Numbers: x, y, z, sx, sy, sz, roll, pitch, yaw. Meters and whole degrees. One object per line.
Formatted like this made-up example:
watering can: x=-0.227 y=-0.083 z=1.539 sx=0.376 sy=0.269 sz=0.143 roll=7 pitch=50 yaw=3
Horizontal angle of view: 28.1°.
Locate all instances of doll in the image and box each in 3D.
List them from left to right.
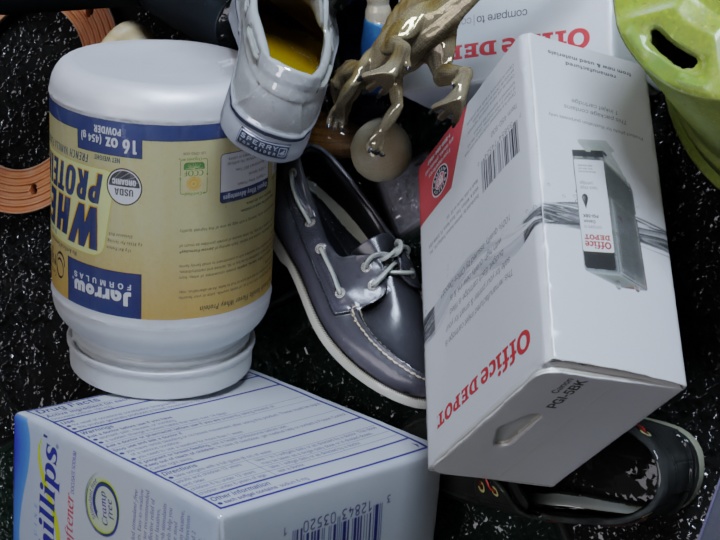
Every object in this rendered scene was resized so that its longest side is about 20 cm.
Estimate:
doll: x=0.007 y=-0.155 z=0.921 sx=0.048 sy=0.137 sz=0.203 roll=1 pitch=77 yaw=-8

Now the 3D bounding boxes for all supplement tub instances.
supplement tub: x=-0.125 y=-0.034 z=0.916 sx=0.143 sy=0.144 sz=0.202 roll=17 pitch=114 yaw=32

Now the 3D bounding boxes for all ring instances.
ring: x=-0.260 y=-0.144 z=1.138 sx=0.198 sy=0.019 sz=0.203 roll=-3 pitch=84 yaw=31

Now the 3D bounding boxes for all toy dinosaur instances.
toy dinosaur: x=0.034 y=-0.129 z=0.797 sx=0.199 sy=0.058 sz=0.102 roll=-31 pitch=36 yaw=38

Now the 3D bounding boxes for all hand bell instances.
hand bell: x=-0.081 y=-0.104 z=0.996 sx=0.198 sy=0.104 sz=0.105 roll=14 pitch=92 yaw=19

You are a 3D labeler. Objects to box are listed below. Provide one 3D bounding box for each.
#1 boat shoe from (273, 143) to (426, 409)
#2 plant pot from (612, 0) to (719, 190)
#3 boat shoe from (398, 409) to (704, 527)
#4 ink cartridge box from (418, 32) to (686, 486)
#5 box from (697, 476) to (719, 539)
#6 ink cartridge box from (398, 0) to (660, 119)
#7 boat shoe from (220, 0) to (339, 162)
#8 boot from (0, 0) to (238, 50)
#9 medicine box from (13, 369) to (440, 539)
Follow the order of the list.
boat shoe: x=0.000 y=0.000 z=0.919 sx=0.201 sy=0.072 sz=0.063 roll=54 pitch=136 yaw=29
plant pot: x=0.220 y=-0.133 z=0.734 sx=0.198 sy=0.184 sz=0.203 roll=-4 pitch=83 yaw=31
boat shoe: x=0.100 y=0.110 z=0.858 sx=0.200 sy=0.063 sz=0.075 roll=2 pitch=89 yaw=34
ink cartridge box: x=0.097 y=-0.001 z=0.789 sx=0.147 sy=0.082 sz=0.202 roll=129 pitch=146 yaw=-54
box: x=0.269 y=0.058 z=0.675 sx=0.122 sy=0.198 sz=0.202 roll=21 pitch=96 yaw=32
ink cartridge box: x=0.102 y=-0.202 z=0.874 sx=0.145 sy=0.084 sz=0.203 roll=-4 pitch=82 yaw=30
boat shoe: x=-0.040 y=-0.154 z=0.844 sx=0.203 sy=0.074 sz=0.087 roll=-83 pitch=17 yaw=-53
boot: x=-0.143 y=-0.196 z=0.974 sx=0.167 sy=0.199 sz=0.077 roll=32 pitch=129 yaw=33
medicine box: x=-0.083 y=0.143 z=0.875 sx=0.199 sy=0.181 sz=0.104 roll=16 pitch=107 yaw=42
